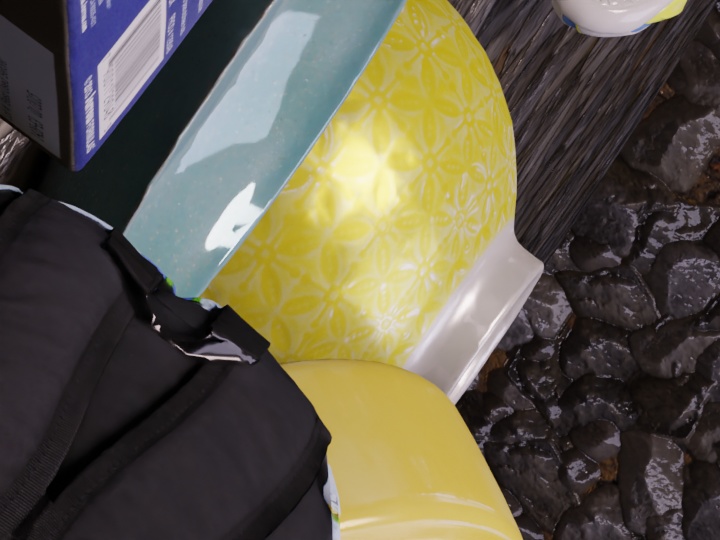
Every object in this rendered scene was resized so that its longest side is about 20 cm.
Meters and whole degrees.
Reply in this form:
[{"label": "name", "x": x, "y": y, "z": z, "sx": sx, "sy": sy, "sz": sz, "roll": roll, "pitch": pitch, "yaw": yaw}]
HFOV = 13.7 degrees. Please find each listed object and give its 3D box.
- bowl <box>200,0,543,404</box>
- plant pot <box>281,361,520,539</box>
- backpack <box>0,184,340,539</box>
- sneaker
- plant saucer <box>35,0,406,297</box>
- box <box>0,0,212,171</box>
[{"label": "bowl", "x": 0.000, "y": 0.000, "z": 1.068, "sx": 0.200, "sy": 0.108, "sz": 0.200, "roll": -55, "pitch": 175, "yaw": -8}, {"label": "plant pot", "x": -0.020, "y": 0.163, "z": 0.964, "sx": 0.200, "sy": 0.189, "sz": 0.201, "roll": -21, "pitch": 151, "yaw": -13}, {"label": "backpack", "x": -0.085, "y": 0.068, "z": 0.614, "sx": 0.154, "sy": 0.163, "sz": 0.200, "roll": -49, "pitch": -173, "yaw": 47}, {"label": "sneaker", "x": 0.129, "y": -0.145, "z": 1.461, "sx": 0.200, "sy": 0.076, "sz": 0.105, "roll": -50, "pitch": 173, "yaw": -49}, {"label": "plant saucer", "x": -0.037, "y": -0.053, "z": 0.824, "sx": 0.200, "sy": 0.036, "sz": 0.200, "roll": -54, "pitch": 174, "yaw": -9}, {"label": "box", "x": -0.013, "y": -0.122, "z": 0.641, "sx": 0.200, "sy": 0.032, "sz": 0.121, "roll": -52, "pitch": 174, "yaw": -15}]
